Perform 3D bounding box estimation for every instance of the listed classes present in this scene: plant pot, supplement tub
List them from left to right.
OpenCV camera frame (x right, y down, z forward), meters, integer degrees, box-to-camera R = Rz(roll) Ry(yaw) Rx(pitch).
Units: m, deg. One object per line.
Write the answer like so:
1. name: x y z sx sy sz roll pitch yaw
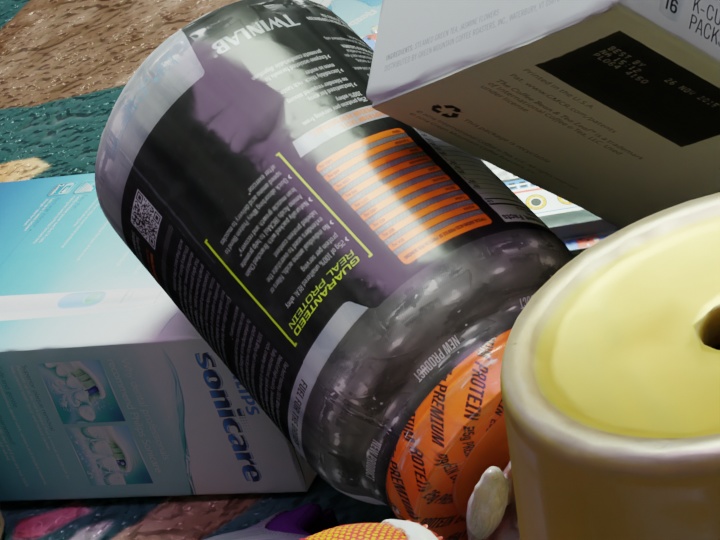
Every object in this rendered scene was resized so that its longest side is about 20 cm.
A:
1. supplement tub: 0.000 0.000 0.865 0.122 0.123 0.200 -31 58 -18
2. plant pot: 0.128 0.087 0.660 0.200 0.189 0.201 -16 28 9

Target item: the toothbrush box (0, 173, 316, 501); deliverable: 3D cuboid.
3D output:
1. toothbrush box: -0.096 0.024 1.032 0.199 0.085 0.147 -6 31 26

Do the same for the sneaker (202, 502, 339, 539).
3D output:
1. sneaker: -0.007 0.128 0.806 0.087 0.075 0.200 -25 27 -17

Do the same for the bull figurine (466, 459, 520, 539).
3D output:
1. bull figurine: 0.117 0.059 0.813 0.200 0.122 0.065 -38 58 -16

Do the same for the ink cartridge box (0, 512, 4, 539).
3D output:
1. ink cartridge box: -0.260 0.145 0.946 0.199 0.075 0.165 -14 28 12

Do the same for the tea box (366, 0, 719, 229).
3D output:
1. tea box: 0.131 -0.123 0.850 0.133 0.200 0.197 -16 55 51

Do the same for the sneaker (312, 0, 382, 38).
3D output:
1. sneaker: 0.013 -0.104 1.168 0.130 0.080 0.200 -8 21 22

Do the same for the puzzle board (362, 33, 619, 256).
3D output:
1. puzzle board: 0.110 -0.070 1.033 0.199 0.017 0.151 -10 47 -5

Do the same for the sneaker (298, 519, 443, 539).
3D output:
1. sneaker: 0.012 0.167 0.673 0.077 0.073 0.200 -14 53 -10
